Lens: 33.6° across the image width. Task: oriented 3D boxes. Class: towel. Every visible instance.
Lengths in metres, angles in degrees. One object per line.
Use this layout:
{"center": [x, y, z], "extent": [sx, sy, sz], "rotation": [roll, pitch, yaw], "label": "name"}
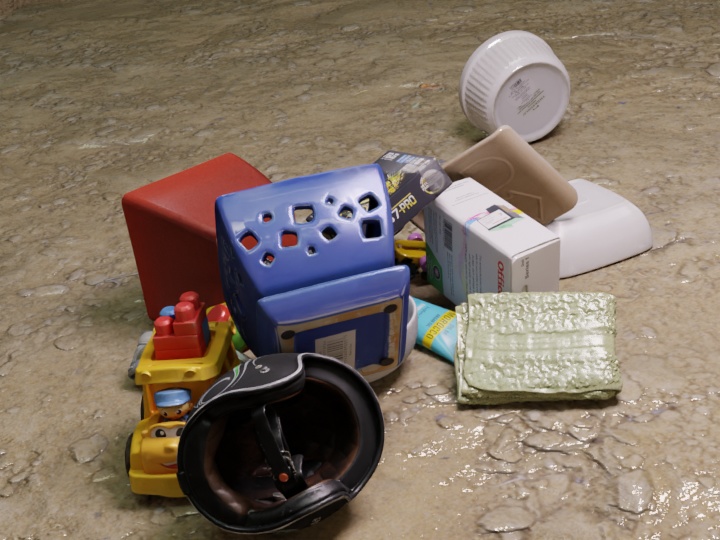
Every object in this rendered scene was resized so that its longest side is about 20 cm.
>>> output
{"center": [0.211, 0.092, 1.438], "extent": [0.199, 0.037, 0.149], "rotation": [-4, 60, 12], "label": "towel"}

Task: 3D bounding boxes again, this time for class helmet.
{"center": [-0.081, 0.177, 1.239], "extent": [0.199, 0.201, 0.191], "rotation": [2, 6, 19], "label": "helmet"}

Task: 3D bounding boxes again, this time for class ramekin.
{"center": [0.290, -0.327, 2.189], "extent": [0.199, 0.201, 0.105], "rotation": [-15, 35, -14], "label": "ramekin"}

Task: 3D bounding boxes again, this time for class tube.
{"center": [0.078, 0.068, 1.592], "extent": [0.200, 0.050, 0.077], "rotation": [21, 61, 41], "label": "tube"}

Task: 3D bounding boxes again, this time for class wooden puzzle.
{"center": [0.177, -0.107, 1.685], "extent": [0.200, 0.185, 0.046], "rotation": [-34, 39, 27], "label": "wooden puzzle"}

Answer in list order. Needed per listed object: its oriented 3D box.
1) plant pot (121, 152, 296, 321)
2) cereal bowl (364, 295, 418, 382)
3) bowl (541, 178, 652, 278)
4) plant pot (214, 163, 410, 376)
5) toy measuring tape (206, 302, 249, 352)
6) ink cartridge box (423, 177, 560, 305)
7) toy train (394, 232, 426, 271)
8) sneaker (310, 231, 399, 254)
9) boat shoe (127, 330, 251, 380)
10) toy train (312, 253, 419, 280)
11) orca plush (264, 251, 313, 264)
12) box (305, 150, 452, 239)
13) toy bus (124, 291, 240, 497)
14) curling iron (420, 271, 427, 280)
{"center": [-0.189, -0.032, 1.686], "extent": [0.200, 0.201, 0.176], "rotation": [-27, 30, -35], "label": "plant pot"}
{"center": [-0.022, 0.092, 1.521], "extent": [0.199, 0.084, 0.200], "rotation": [-6, 26, 3], "label": "cereal bowl"}
{"center": [0.313, -0.073, 1.784], "extent": [0.199, 0.075, 0.200], "rotation": [-17, 25, -19], "label": "bowl"}
{"center": [-0.048, 0.021, 1.361], "extent": [0.199, 0.200, 0.180], "rotation": [-14, 54, -11], "label": "plant pot"}
{"center": [-0.196, 0.086, 1.589], "extent": [0.200, 0.074, 0.074], "rotation": [-18, 13, 44], "label": "toy measuring tape"}
{"center": [0.172, -0.012, 1.580], "extent": [0.084, 0.145, 0.200], "rotation": [-21, 37, -23], "label": "ink cartridge box"}
{"center": [0.059, -0.046, 1.779], "extent": [0.199, 0.056, 0.150], "rotation": [18, 33, 0], "label": "toy train"}
{"center": [-0.009, -0.036, 1.821], "extent": [0.200, 0.076, 0.079], "rotation": [-25, 43, -19], "label": "sneaker"}
{"center": [-0.210, 0.126, 1.532], "extent": [0.201, 0.074, 0.065], "rotation": [10, 65, 28], "label": "boat shoe"}
{"center": [0.000, 0.000, 1.613], "extent": [0.200, 0.034, 0.046], "rotation": [2, -20, -41], "label": "toy train"}
{"center": [-0.055, 0.004, 1.636], "extent": [0.071, 0.200, 0.106], "rotation": [-14, 54, 48], "label": "orca plush"}
{"center": [0.021, -0.091, 1.610], "extent": [0.161, 0.049, 0.200], "rotation": [-38, 17, -7], "label": "box"}
{"center": [-0.200, 0.132, 1.364], "extent": [0.135, 0.193, 0.200], "rotation": [-3, 27, 7], "label": "toy bus"}
{"center": [0.177, 0.007, 1.699], "extent": [0.199, 0.026, 0.050], "rotation": [-4, 55, 32], "label": "curling iron"}
